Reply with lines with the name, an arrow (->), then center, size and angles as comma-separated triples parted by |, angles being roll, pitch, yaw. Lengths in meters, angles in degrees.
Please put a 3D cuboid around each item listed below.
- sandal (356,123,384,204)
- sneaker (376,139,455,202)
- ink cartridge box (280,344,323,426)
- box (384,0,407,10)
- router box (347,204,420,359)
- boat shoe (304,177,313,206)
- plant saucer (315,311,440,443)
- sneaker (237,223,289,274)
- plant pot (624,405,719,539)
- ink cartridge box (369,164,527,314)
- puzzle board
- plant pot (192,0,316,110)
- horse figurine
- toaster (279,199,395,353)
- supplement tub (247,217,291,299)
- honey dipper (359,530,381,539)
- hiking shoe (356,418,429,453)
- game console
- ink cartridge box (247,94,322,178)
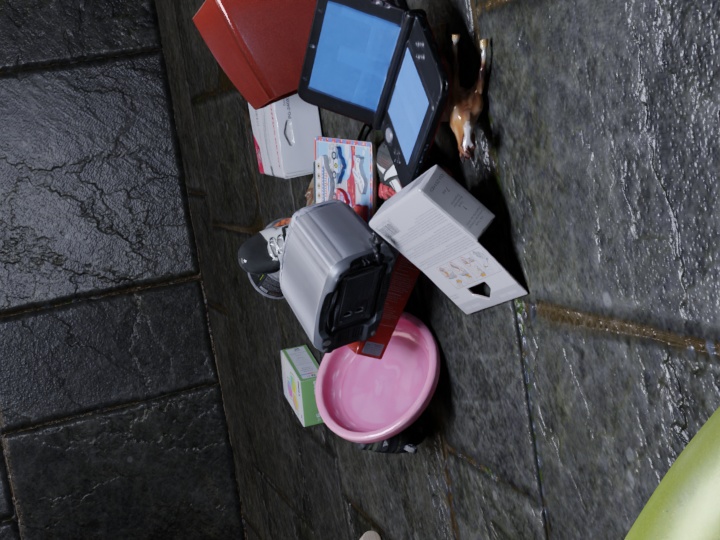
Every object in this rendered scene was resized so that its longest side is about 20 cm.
sandal -> 0.022, -0.186, 1.697 | 0.080, 0.056, 0.204 | -122, 27, -47
sneaker -> 0.066, -0.134, 1.558 | 0.200, 0.070, 0.100 | -156, 54, -72
ink cartridge box -> -0.104, 0.241, 2.407 | 0.200, 0.058, 0.106 | -131, 34, -60
box -> 0.010, -0.336, 1.627 | 0.143, 0.036, 0.203 | -53, 49, 49
router box -> 0.000, 0.000, 1.727 | 0.200, 0.048, 0.182 | 39, 110, 52
boat shoe -> -0.058, -0.129, 1.985 | 0.200, 0.074, 0.073 | 134, 125, -69
plant saucer -> 0.030, 0.156, 1.726 | 0.051, 0.199, 0.202 | 44, -166, -46
sneaker -> -0.104, -0.051, 1.965 | 0.089, 0.197, 0.075 | 135, 117, -70
plant pot -> 0.298, 0.151, 0.823 | 0.188, 0.184, 0.203 | -124, 42, -52
ink cartridge box -> 0.111, -0.032, 1.454 | 0.176, 0.045, 0.200 | 42, 162, -7
puzzle board -> -0.026, -0.081, 1.682 | 0.150, 0.017, 0.204 | 14, 107, 55
plant pot -> -0.127, -0.364, 1.887 | 0.179, 0.198, 0.199 | 67, 165, -7
horse figurine -> 0.104, -0.216, 1.417 | 0.200, 0.049, 0.135 | -137, 44, -62
toaster -> -0.035, -0.001, 1.589 | 0.129, 0.112, 0.202 | 49, 144, 34
supplement tub -> -0.140, -0.025, 2.245 | 0.200, 0.120, 0.125 | 136, 121, -71
honey dipper -> 0.005, 0.526, 2.273 | 0.200, 0.037, 0.039 | 114, 142, -67
hiking shoe -> 0.054, 0.233, 1.827 | 0.200, 0.099, 0.077 | -62, -9, -71
game console -> 0.012, -0.212, 1.432 | 0.201, 0.117, 0.174 | 109, 149, -55
ink cartridge box -> -0.131, -0.246, 2.136 | 0.200, 0.082, 0.148 | -158, 59, -70
